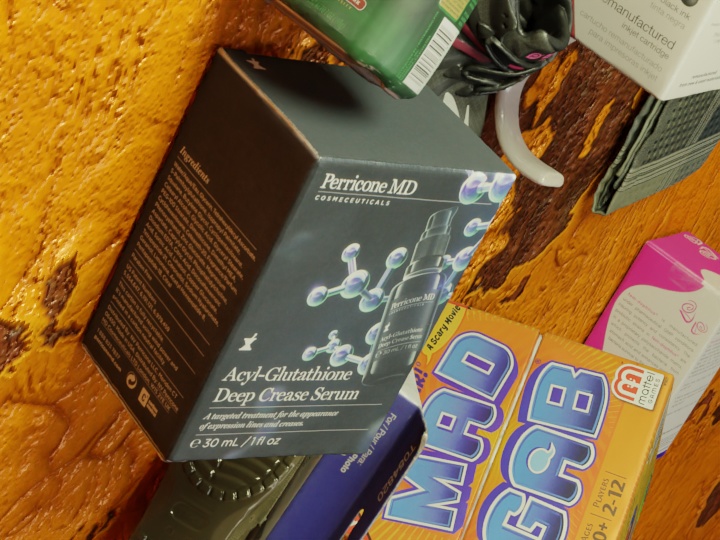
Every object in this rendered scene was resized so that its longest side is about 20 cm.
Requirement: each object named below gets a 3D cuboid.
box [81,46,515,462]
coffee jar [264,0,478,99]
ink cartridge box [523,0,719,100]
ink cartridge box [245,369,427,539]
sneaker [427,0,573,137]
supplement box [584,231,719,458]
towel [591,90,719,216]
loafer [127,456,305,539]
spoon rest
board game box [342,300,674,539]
[{"bbox_3d":[-0.036,-0.005,1.111,0.148,0.107,0.201,2,125,-43],"label":"box"},{"bbox_3d":[0.041,-0.193,1.019,0.200,0.104,0.085,-53,161,3],"label":"coffee jar"},{"bbox_3d":[0.186,-0.225,1.196,0.083,0.147,0.201,-16,139,-52],"label":"ink cartridge box"},{"bbox_3d":[-0.030,0.140,1.349,0.200,0.040,0.200,-57,-167,12],"label":"ink cartridge box"},{"bbox_3d":[0.078,-0.138,1.202,0.077,0.084,0.201,-29,149,-41],"label":"sneaker"},{"bbox_3d":[0.274,0.075,1.892,0.103,0.101,0.201,-14,137,-57],"label":"supplement box"},{"bbox_3d":[0.272,-0.143,1.656,0.200,0.035,0.193,-24,148,-53],"label":"towel"},{"bbox_3d":[-0.095,0.143,1.320,0.200,0.076,0.067,-52,175,-6],"label":"loafer"},{"bbox_3d":[0.138,-0.158,1.345,0.099,0.060,0.201,3,109,-65],"label":"spoon rest"},{"bbox_3d":[0.097,0.173,1.489,0.200,0.199,0.200,88,23,-59],"label":"board game box"}]
